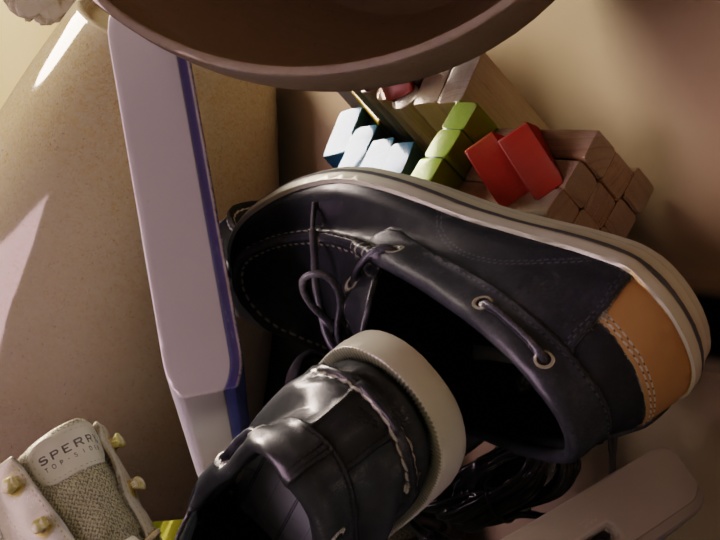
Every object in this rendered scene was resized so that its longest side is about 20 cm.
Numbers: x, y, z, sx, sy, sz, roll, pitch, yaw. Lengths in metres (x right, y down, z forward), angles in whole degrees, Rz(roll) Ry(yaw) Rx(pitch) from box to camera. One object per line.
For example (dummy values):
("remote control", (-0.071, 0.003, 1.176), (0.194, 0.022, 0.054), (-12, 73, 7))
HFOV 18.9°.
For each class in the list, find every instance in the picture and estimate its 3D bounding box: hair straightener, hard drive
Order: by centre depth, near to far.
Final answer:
("hard drive", (0.007, 0.134, 0.678), (0.200, 0.132, 0.027), (-43, 77, 33))
("hair straightener", (0.036, 0.071, 0.758), (0.200, 0.041, 0.077), (-30, 95, 46))
("hard drive", (-0.062, -0.001, 0.782), (0.200, 0.025, 0.132), (97, 163, -76))

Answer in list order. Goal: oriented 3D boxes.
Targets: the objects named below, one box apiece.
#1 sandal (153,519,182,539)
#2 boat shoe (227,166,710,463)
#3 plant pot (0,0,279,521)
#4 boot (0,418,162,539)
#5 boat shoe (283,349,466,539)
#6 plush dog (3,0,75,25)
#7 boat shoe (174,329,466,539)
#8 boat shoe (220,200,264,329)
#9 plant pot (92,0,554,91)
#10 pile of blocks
("sandal", (-0.090, 0.117, 1.091), (0.200, 0.087, 0.080), (48, 115, 26))
("boat shoe", (0.017, 0.015, 0.671), (0.200, 0.062, 0.075), (13, 138, 48))
("plant pot", (-0.111, -0.018, 0.997), (0.187, 0.187, 0.201), (48, 124, 53))
("boot", (-0.084, 0.126, 0.852), (0.200, 0.072, 0.155), (-44, 67, 50))
("boat shoe", (0.003, 0.103, 0.867), (0.201, 0.071, 0.066), (-123, 29, -54))
("plush dog", (-0.185, -0.255, 1.136), (0.200, 0.160, 0.172), (115, 167, -49))
("boat shoe", (-0.031, 0.097, 0.675), (0.075, 0.066, 0.199), (49, 142, 10))
("boat shoe", (0.000, 0.000, 0.854), (0.200, 0.068, 0.057), (29, 125, 53))
("plant pot", (0.000, -0.144, 0.688), (0.134, 0.200, 0.201), (38, -141, -76))
("pile of blocks", (0.018, -0.047, 0.747), (0.062, 0.082, 0.200), (45, 180, -34))
